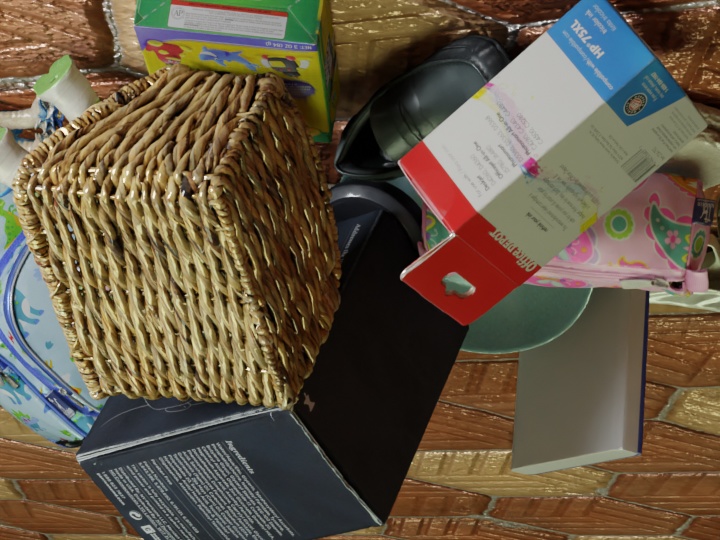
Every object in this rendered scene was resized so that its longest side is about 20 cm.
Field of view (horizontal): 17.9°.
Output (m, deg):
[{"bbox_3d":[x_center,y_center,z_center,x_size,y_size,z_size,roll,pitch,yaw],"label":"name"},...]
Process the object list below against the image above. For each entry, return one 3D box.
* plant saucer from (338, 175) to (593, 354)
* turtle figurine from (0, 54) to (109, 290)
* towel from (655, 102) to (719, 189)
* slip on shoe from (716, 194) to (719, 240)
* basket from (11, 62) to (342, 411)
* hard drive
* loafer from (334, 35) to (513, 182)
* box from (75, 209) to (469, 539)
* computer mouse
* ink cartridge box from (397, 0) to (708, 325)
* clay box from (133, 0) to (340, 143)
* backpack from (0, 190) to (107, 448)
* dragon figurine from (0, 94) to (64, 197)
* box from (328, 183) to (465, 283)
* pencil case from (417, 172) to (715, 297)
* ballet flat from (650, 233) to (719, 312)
[{"bbox_3d":[0.078,-0.028,1.665,0.200,0.039,0.202,12,131,15],"label":"plant saucer"},{"bbox_3d":[-0.164,-0.055,1.579,0.144,0.201,0.194,-33,115,34],"label":"turtle figurine"},{"bbox_3d":[0.165,-0.094,1.536,0.199,0.035,0.132,15,160,-26],"label":"towel"},{"bbox_3d":[0.318,-0.053,1.570,0.060,0.077,0.200,0,161,-25],"label":"slip on shoe"},{"bbox_3d":[-0.108,-0.028,1.430,0.148,0.143,0.201,2,134,22],"label":"basket"},{"bbox_3d":[0.166,0.045,1.706,0.025,0.201,0.132,15,161,-31],"label":"hard drive"},{"bbox_3d":[0.042,-0.097,1.474,0.070,0.068,0.200,-32,-178,-25],"label":"loafer"},{"bbox_3d":[-0.058,0.083,1.585,0.196,0.200,0.124,-18,122,37],"label":"box"},{"bbox_3d":[0.000,0.000,1.662,0.138,0.053,0.201,22,136,8],"label":"computer mouse"},{"bbox_3d":[0.104,-0.065,1.396,0.200,0.067,0.116,-40,151,8],"label":"ink cartridge box"},{"bbox_3d":[-0.074,-0.130,1.457,0.114,0.048,0.200,6,162,5],"label":"clay box"},{"bbox_3d":[-0.228,0.015,1.745,0.200,0.183,0.147,38,158,-14],"label":"backpack"},{"bbox_3d":[-0.277,-0.087,1.651,0.099,0.059,0.200,14,160,-26],"label":"dragon figurine"},{"bbox_3d":[0.028,-0.020,1.765,0.199,0.069,0.082,6,165,1],"label":"box"},{"bbox_3d":[0.140,-0.027,1.556,0.199,0.088,0.087,5,164,10],"label":"pencil case"},{"bbox_3d":[0.285,-0.002,1.769,0.199,0.070,0.069,4,164,7],"label":"ballet flat"}]
